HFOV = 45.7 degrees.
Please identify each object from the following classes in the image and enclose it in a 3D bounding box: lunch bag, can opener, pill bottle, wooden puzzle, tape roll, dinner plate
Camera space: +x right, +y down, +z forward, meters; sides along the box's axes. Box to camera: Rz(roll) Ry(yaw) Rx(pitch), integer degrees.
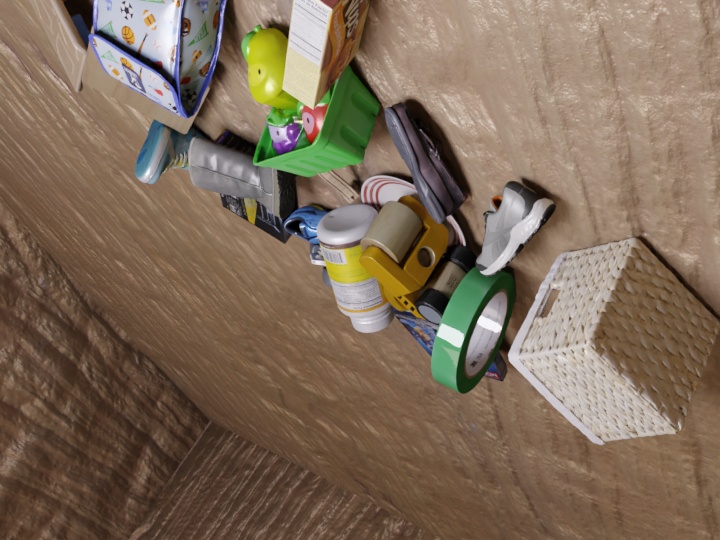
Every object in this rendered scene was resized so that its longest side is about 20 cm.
[{"bbox_3d":[-0.291,-0.337,1.212,0.168,0.124,0.203,30,127,17],"label":"lunch bag"},{"bbox_3d":[-0.069,-0.020,1.560,0.051,0.068,0.200,3,-167,-7],"label":"can opener"},{"bbox_3d":[0.000,0.000,1.426,0.108,0.109,0.204,14,132,40],"label":"pill bottle"},{"bbox_3d":[-0.512,-0.428,1.472,0.188,0.046,0.200,63,159,-1],"label":"wooden puzzle"},{"bbox_3d":[0.180,0.092,1.350,0.047,0.202,0.202,22,154,25],"label":"tape roll"},{"bbox_3d":[0.087,-0.085,1.373,0.197,0.024,0.201,29,155,14],"label":"dinner plate"}]

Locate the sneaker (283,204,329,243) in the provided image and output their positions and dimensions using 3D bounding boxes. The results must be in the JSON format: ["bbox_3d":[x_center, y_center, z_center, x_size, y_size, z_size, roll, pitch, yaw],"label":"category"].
[{"bbox_3d":[-0.055,-0.069,1.511,0.197,0.078,0.068,15,119,40],"label":"sneaker"}]

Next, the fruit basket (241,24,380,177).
[{"bbox_3d":[-0.096,-0.237,1.209,0.211,0.159,0.216,17,165,5],"label":"fruit basket"}]

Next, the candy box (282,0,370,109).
[{"bbox_3d":[-0.037,-0.299,1.024,0.055,0.117,0.201,31,157,4],"label":"candy box"}]

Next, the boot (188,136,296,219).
[{"bbox_3d":[-0.202,-0.191,1.456,0.197,0.072,0.185,28,126,23],"label":"boot"}]

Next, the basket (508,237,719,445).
[{"bbox_3d":[0.340,0.092,1.143,0.199,0.200,0.160,41,152,-13],"label":"basket"}]

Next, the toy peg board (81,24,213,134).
[{"bbox_3d":[-0.343,-0.348,1.416,0.196,0.100,0.199,25,159,-16],"label":"toy peg board"}]

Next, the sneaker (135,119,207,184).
[{"bbox_3d":[-0.328,-0.205,1.550,0.079,0.203,0.130,-31,124,32],"label":"sneaker"}]

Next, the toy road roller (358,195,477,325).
[{"bbox_3d":[0.076,-0.006,1.351,0.199,0.124,0.145,42,156,-16],"label":"toy road roller"}]

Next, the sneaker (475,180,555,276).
[{"bbox_3d":[0.205,-0.061,1.209,0.079,0.074,0.201,42,151,8],"label":"sneaker"}]

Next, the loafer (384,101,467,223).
[{"bbox_3d":[0.094,-0.159,1.201,0.202,0.062,0.072,61,176,-37],"label":"loafer"}]

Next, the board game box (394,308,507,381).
[{"bbox_3d":[0.183,0.133,1.602,0.197,0.062,0.201,13,149,42],"label":"board game box"}]

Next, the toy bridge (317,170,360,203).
[{"bbox_3d":[-0.071,-0.183,1.357,0.200,0.027,0.068,47,-164,-25],"label":"toy bridge"}]

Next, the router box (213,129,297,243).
[{"bbox_3d":[-0.196,-0.153,1.598,0.155,0.053,0.201,31,156,13],"label":"router box"}]
